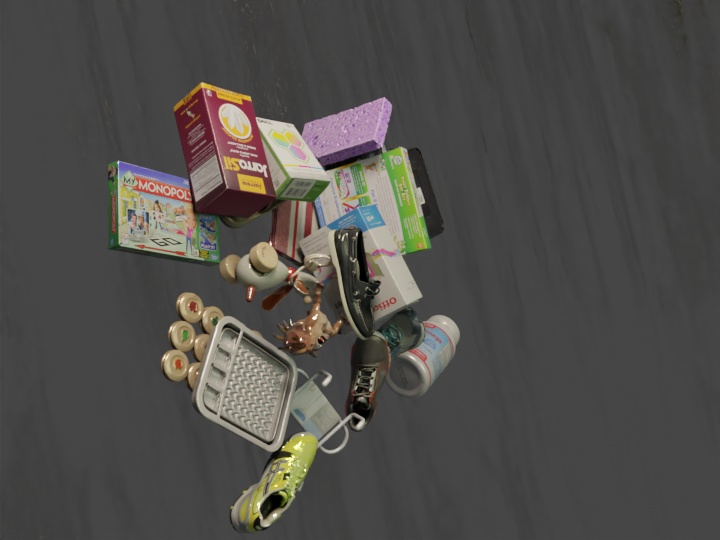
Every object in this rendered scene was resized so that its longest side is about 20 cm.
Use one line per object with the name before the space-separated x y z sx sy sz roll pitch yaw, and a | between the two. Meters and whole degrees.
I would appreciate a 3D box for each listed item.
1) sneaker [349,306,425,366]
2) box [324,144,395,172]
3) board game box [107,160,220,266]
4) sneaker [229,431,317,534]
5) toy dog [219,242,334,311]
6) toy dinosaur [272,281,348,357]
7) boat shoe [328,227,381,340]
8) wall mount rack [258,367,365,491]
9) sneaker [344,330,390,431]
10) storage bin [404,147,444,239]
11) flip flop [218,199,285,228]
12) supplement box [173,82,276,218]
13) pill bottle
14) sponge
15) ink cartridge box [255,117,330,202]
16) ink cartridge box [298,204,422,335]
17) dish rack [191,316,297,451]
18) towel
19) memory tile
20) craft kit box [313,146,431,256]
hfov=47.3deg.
sneaker | 0.049 0.142 1.575 0.086 0.200 0.078 -26 74 -41
box | 0.023 -0.137 1.657 0.115 0.132 0.200 -2 80 -71
board game box | -0.309 -0.086 1.309 0.200 0.029 0.135 11 71 -51
sneaker | -0.124 0.349 1.341 0.075 0.076 0.200 54 54 -24
toy dog | -0.144 0.026 1.417 0.200 0.132 0.096 11 61 -28
toy dinosaur | -0.096 0.112 1.401 0.086 0.200 0.136 40 59 6
boat shoe | 0.002 0.020 1.430 0.074 0.066 0.200 -7 83 -71
wall mount rack | -0.092 0.276 1.445 0.174 0.075 0.200 -42 115 -16
sneaker | 0.013 0.210 1.527 0.082 0.077 0.200 -79 175 -71
storage bin | 0.091 -0.157 1.805 0.135 0.094 0.200 -26 99 -53
flip flop | -0.178 -0.142 1.464 0.081 0.058 0.200 52 43 -4
supplement box | -0.226 -0.197 1.370 0.110 0.086 0.200 5 62 -49
pill bottle | 0.134 0.175 1.739 0.200 0.109 0.109 -41 111 -51
sponge | -0.035 -0.260 1.582 0.030 0.200 0.112 43 48 -39
ink cartridge box | -0.149 -0.215 1.465 0.104 0.059 0.200 -1 51 -52
ink cartridge box | 0.000 0.000 1.514 0.200 0.144 0.085 62 24 3
dish rack | -0.191 0.188 1.335 0.200 0.044 0.172 40 48 -39
towel | -0.102 -0.067 1.583 0.200 0.023 0.144 32 53 -46
memory tile | -0.234 0.138 1.344 0.200 0.017 0.153 37 51 -41
craft kit box | 0.016 -0.112 1.575 0.049 0.197 0.200 -7 83 -69
